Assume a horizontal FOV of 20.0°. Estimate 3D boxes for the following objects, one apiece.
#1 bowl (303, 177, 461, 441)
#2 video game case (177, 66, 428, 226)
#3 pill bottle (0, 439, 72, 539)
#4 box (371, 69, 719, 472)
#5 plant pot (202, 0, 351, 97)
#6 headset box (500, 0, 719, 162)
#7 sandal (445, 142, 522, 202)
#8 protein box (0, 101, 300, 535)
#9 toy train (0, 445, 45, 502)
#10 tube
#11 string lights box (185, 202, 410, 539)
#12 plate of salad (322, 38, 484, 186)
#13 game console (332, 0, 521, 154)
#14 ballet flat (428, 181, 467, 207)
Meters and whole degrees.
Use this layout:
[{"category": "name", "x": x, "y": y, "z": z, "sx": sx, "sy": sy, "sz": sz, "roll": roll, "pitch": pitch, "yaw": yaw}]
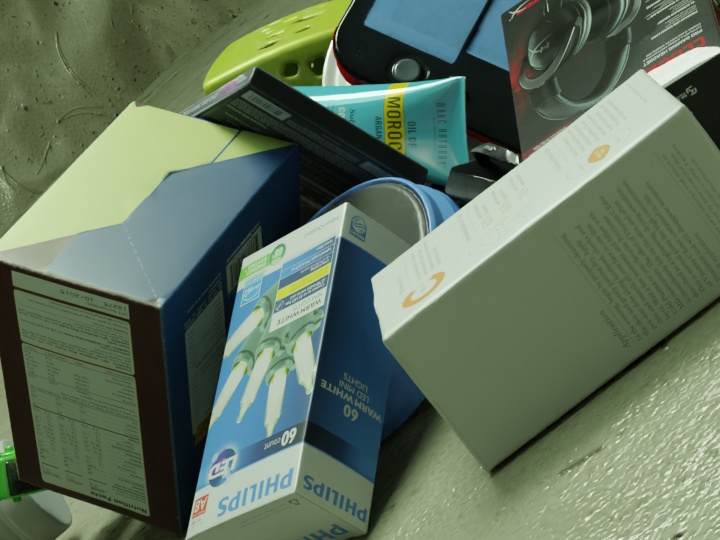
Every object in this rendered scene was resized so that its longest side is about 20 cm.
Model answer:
[{"category": "bowl", "x": -0.008, "y": 0.029, "z": 1.310, "sx": 0.200, "sy": 0.039, "sz": 0.202, "roll": -35, "pitch": 37, "yaw": 31}, {"category": "video game case", "x": -0.056, "y": -0.081, "z": 1.450, "sx": 0.200, "sy": 0.142, "sz": 0.019, "roll": -17, "pitch": 47, "yaw": 64}, {"category": "pill bottle", "x": -0.321, "y": 0.222, "z": 1.545, "sx": 0.200, "sy": 0.113, "sz": 0.113, "roll": -39, "pitch": 13, "yaw": 3}, {"category": "box", "x": 0.113, "y": -0.003, "z": 1.117, "sx": 0.199, "sy": 0.098, "sz": 0.124, "roll": -37, "pitch": 13, "yaw": 7}, {"category": "plant pot", "x": 0.005, "y": -0.128, "z": 1.650, "sx": 0.180, "sy": 0.200, "sz": 0.200, "roll": -30, "pitch": 13, "yaw": 10}, {"category": "headset box", "x": 0.174, "y": -0.122, "z": 1.286, "sx": 0.148, "sy": 0.077, "sz": 0.201, "roll": -32, "pitch": 33, "yaw": 23}, {"category": "sandal", "x": 0.100, "y": -0.066, "z": 1.346, "sx": 0.200, "sy": 0.075, "sz": 0.043, "roll": -56, "pitch": -15, "yaw": -78}, {"category": "protein box", "x": -0.140, "y": 0.031, "z": 1.405, "sx": 0.134, "sy": 0.202, "sz": 0.199, "roll": 16, "pitch": 41, "yaw": 19}, {"category": "toy train", "x": -0.209, "y": 0.140, "z": 1.505, "sx": 0.056, "sy": 0.042, "sz": 0.199, "roll": -11, "pitch": -1, "yaw": 36}, {"category": "tube", "x": -0.002, "y": -0.101, "z": 1.452, "sx": 0.199, "sy": 0.078, "sz": 0.050, "roll": 6, "pitch": 20, "yaw": 38}, {"category": "string lights box", "x": -0.034, "y": 0.071, "z": 1.211, "sx": 0.102, "sy": 0.059, "sz": 0.202, "roll": -28, "pitch": 40, "yaw": 41}, {"category": "plate of salad", "x": 0.070, "y": -0.134, "z": 1.518, "sx": 0.200, "sy": 0.200, "sz": 0.048, "roll": -43, "pitch": -16, "yaw": -15}, {"category": "game console", "x": 0.090, "y": -0.193, "z": 1.496, "sx": 0.201, "sy": 0.175, "sz": 0.031, "roll": -61, "pitch": -14, "yaw": -23}, {"category": "ballet flat", "x": 0.053, "y": -0.001, "z": 1.398, "sx": 0.056, "sy": 0.067, "sz": 0.201, "roll": 3, "pitch": 41, "yaw": 26}]
